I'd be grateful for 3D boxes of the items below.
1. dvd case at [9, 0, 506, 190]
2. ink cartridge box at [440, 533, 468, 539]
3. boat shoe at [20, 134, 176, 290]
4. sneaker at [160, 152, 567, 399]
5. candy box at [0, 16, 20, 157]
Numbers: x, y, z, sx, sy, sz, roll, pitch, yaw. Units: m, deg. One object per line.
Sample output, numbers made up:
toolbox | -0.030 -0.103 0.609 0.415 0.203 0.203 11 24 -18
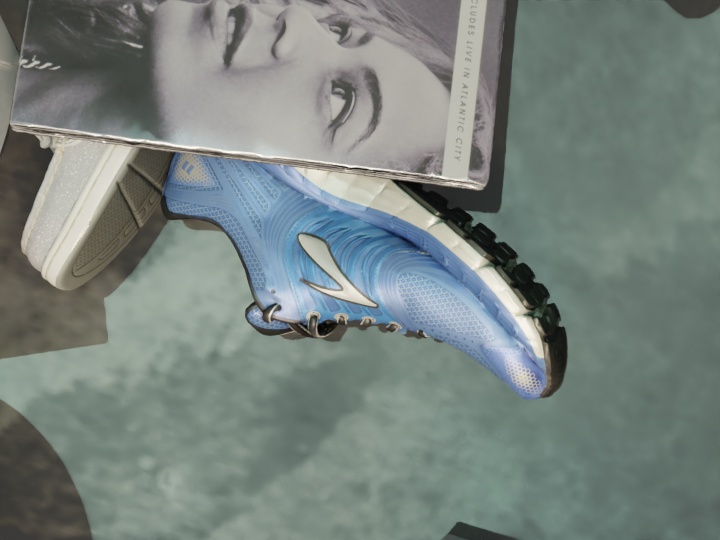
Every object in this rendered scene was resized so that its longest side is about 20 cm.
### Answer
dvd case | -0.038 -0.117 1.082 0.199 0.016 0.149 7 75 -2
ink cartridge box | 0.118 0.171 1.065 0.199 0.116 0.068 16 89 6
boat shoe | -0.103 -0.090 1.121 0.065 0.074 0.202 21 85 12
sneaker | 0.000 0.000 1.111 0.200 0.079 0.089 34 98 14
candy box | -0.253 -0.041 1.055 0.199 0.168 0.072 -10 129 15
